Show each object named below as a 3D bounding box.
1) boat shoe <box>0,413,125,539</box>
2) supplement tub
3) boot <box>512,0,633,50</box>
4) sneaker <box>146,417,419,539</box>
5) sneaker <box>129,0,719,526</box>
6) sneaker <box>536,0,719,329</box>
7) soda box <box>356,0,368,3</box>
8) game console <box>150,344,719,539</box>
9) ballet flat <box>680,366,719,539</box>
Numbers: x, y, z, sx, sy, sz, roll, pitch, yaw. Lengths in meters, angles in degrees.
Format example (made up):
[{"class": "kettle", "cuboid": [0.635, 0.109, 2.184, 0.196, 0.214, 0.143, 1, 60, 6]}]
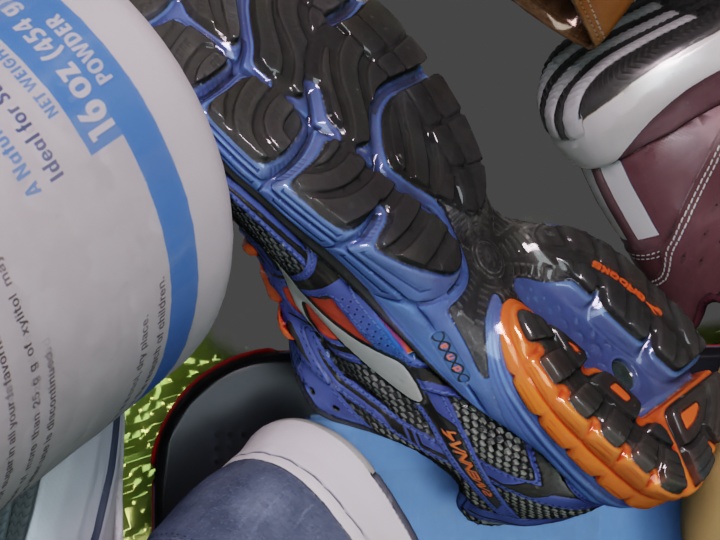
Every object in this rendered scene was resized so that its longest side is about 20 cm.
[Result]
[{"class": "boat shoe", "cuboid": [-0.091, 0.111, 0.788, 0.067, 0.073, 0.201, 18, 86, -39]}, {"class": "supplement tub", "cuboid": [-0.134, 0.015, 0.661, 0.200, 0.132, 0.132, -40, 100, -43]}, {"class": "boot", "cuboid": [0.099, -0.125, 0.771, 0.200, 0.077, 0.156, 30, 82, -41]}, {"class": "sneaker", "cuboid": [-0.011, 0.155, 0.731, 0.146, 0.077, 0.203, -35, 89, -43]}, {"class": "sneaker", "cuboid": [0.000, 0.000, 0.747, 0.200, 0.075, 0.078, 45, 129, -14]}, {"class": "sneaker", "cuboid": [0.155, -0.046, 0.821, 0.199, 0.076, 0.116, -26, 108, -4]}, {"class": "soda box", "cuboid": [-0.003, -0.150, 0.787, 0.071, 0.063, 0.201, 22, 88, -9]}, {"class": "game console", "cuboid": [0.041, 0.109, 0.820, 0.199, 0.031, 0.178, 0, 92, -9]}, {"class": "ballet flat", "cuboid": [0.142, 0.002, 0.759, 0.069, 0.063, 0.200, 35, 94, 17]}]
